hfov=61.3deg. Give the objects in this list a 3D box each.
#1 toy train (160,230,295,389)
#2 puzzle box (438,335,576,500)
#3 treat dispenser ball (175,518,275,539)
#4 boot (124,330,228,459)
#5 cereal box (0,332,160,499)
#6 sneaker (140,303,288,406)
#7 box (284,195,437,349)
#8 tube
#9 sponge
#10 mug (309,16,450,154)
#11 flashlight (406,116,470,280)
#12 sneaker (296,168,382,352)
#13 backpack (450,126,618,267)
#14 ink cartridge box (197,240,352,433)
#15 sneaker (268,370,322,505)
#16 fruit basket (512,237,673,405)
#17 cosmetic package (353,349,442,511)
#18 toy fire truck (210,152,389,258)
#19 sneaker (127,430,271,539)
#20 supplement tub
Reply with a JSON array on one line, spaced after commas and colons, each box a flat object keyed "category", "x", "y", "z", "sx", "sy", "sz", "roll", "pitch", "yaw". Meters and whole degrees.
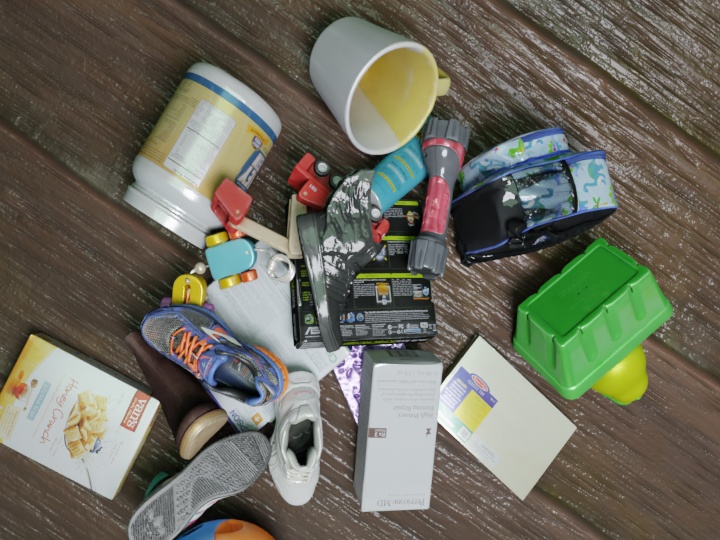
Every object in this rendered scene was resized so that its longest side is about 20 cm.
[{"category": "toy train", "x": -0.172, "y": 0.044, "z": 0.798, "sx": 0.148, "sy": 0.056, "sz": 0.203, "roll": 34, "pitch": 97, "yaw": -2}, {"category": "puzzle box", "x": 0.200, "y": 0.211, "z": 0.882, "sx": 0.199, "sy": 0.025, "sz": 0.134, "roll": 43, "pitch": 85, "yaw": -2}, {"category": "treat dispenser ball", "x": -0.173, "y": 0.419, "z": 0.753, "sx": 0.194, "sy": 0.201, "sz": 0.208, "roll": 0, "pitch": 87, "yaw": -5}, {"category": "boot", "x": -0.243, "y": 0.148, "z": 0.761, "sx": 0.072, "sy": 0.200, "sz": 0.167, "roll": -42, "pitch": 88, "yaw": -16}, {"category": "cereal box", "x": -0.386, "y": 0.196, "z": 0.826, "sx": 0.196, "sy": 0.040, "sz": 0.147, "roll": 27, "pitch": 86, "yaw": -3}, {"category": "sneaker", "x": -0.179, "y": 0.102, "z": 0.737, "sx": 0.195, "sy": 0.078, "sz": 0.077, "roll": 24, "pitch": 97, "yaw": 2}, {"category": "box", "x": 0.000, "y": 0.000, "z": 0.822, "sx": 0.194, "sy": 0.048, "sz": 0.200, "roll": -1, "pitch": 72, "yaw": -20}, {"category": "tube", "x": 0.065, "y": -0.148, "z": 0.853, "sx": 0.078, "sy": 0.050, "sz": 0.200, "roll": 49, "pitch": 56, "yaw": -6}, {"category": "sponge", "x": 0.002, "y": 0.102, "z": 0.868, "sx": 0.109, "sy": 0.030, "sz": 0.205, "roll": -24, "pitch": 89, "yaw": -5}, {"category": "mug", "x": 0.015, "y": -0.258, "z": 0.835, "sx": 0.151, "sy": 0.184, "sz": 0.154, "roll": -52, "pitch": 52, "yaw": 14}, {"category": "flashlight", "x": 0.100, "y": -0.096, "z": 0.809, "sx": 0.066, "sy": 0.068, "sz": 0.207, "roll": 14, "pitch": 79, "yaw": -15}, {"category": "sneaker", "x": -0.016, "y": -0.010, "z": 0.722, "sx": 0.101, "sy": 0.060, "sz": 0.206, "roll": -13, "pitch": 102, "yaw": -7}, {"category": "backpack", "x": 0.234, "y": -0.105, "z": 0.823, "sx": 0.194, "sy": 0.183, "sz": 0.152, "roll": -12, "pitch": 85, "yaw": -17}, {"category": "ink cartridge box", "x": -0.142, "y": 0.094, "z": 0.842, "sx": 0.198, "sy": 0.041, "sz": 0.202, "roll": -38, "pitch": 88, "yaw": 8}, {"category": "sneaker", "x": -0.085, "y": 0.241, "z": 0.796, "sx": 0.075, "sy": 0.100, "sz": 0.206, "roll": -4, "pitch": 116, "yaw": -11}, {"category": "fruit basket", "x": 0.333, "y": 0.092, "z": 0.862, "sx": 0.210, "sy": 0.156, "sz": 0.221, "roll": -17, "pitch": 128, "yaw": -23}, {"category": "cosmetic package", "x": 0.049, "y": 0.214, "z": 0.822, "sx": 0.098, "sy": 0.074, "sz": 0.207, "roll": 1, "pitch": 98, "yaw": -11}, {"category": "toy fire truck", "x": -0.072, "y": -0.066, "z": 0.763, "sx": 0.199, "sy": 0.049, "sz": 0.142, "roll": 40, "pitch": 63, "yaw": -5}, {"category": "sneaker", "x": -0.211, "y": 0.284, "z": 0.803, "sx": 0.197, "sy": 0.120, "sz": 0.085, "roll": -31, "pitch": 89, "yaw": -24}, {"category": "supplement tub", "x": -0.209, "y": -0.149, "z": 0.805, "sx": 0.142, "sy": 0.145, "sz": 0.204, "roll": 30, "pitch": 86, "yaw": -3}]
